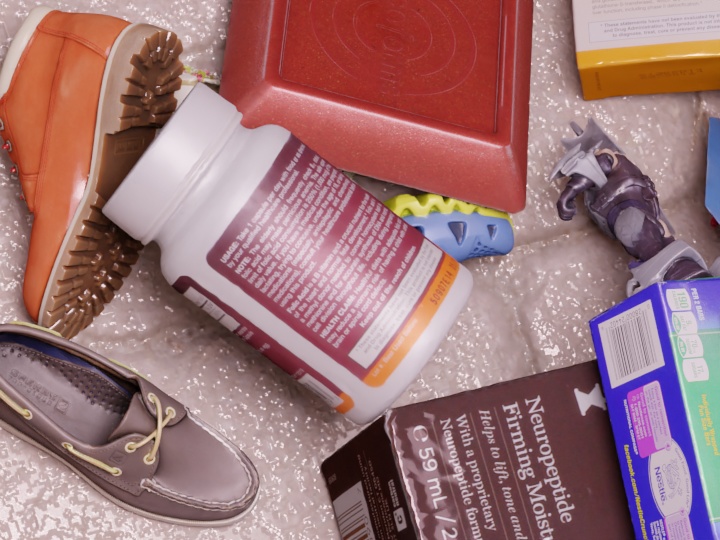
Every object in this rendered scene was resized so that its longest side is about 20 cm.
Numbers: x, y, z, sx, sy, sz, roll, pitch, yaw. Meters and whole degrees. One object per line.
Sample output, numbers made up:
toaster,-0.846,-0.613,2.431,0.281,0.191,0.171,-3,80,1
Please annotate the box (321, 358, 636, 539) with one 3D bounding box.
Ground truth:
box,0.104,0.154,1.647,0.199,0.164,0.167,-13,79,-17

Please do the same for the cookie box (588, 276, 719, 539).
cookie box,0.245,0.092,1.581,0.199,0.075,0.172,-3,74,-33

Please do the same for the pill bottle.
pill bottle,-0.044,-0.012,1.615,0.200,0.114,0.114,38,69,-6

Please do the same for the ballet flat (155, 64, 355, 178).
ballet flat,-0.089,-0.096,1.721,0.199,0.064,0.076,7,74,-12

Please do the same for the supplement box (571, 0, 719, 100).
supplement box,0.198,-0.219,1.803,0.125,0.074,0.201,-4,75,8

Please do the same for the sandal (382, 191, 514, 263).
sandal,0.000,0.000,1.716,0.199,0.079,0.087,-9,84,-9

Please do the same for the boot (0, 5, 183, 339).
boot,-0.181,-0.061,1.678,0.107,0.075,0.201,19,98,25

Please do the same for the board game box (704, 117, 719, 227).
board game box,0.272,-0.014,1.765,0.158,0.039,0.200,34,27,-10

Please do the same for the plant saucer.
plant saucer,0.018,-0.142,1.735,0.199,0.037,0.200,15,48,-11

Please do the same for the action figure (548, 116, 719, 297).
action figure,0.174,-0.021,1.718,0.130,0.200,0.069,37,100,-32

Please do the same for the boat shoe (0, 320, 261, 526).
boat shoe,-0.147,0.092,1.656,0.200,0.060,0.072,30,70,-5
